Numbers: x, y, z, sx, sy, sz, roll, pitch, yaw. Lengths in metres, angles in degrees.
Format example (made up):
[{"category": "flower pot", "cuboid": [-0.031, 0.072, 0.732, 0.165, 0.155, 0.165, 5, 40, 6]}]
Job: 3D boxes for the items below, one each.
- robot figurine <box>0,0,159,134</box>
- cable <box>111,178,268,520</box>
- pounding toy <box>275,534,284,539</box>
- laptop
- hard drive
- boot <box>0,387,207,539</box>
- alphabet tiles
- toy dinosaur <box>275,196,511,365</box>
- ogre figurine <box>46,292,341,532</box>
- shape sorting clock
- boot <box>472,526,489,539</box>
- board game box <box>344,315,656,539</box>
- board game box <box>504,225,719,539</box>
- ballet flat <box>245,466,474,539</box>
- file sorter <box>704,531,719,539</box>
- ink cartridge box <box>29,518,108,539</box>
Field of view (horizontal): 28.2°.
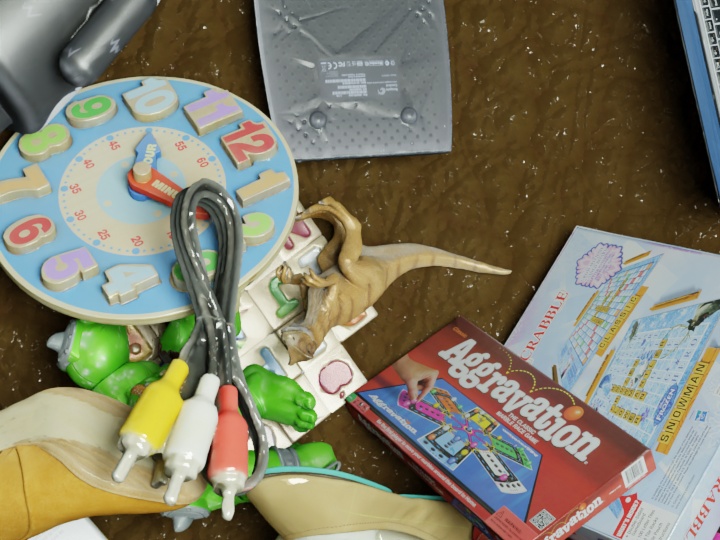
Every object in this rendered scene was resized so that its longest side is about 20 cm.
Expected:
[{"category": "robot figurine", "cuboid": [-0.209, -0.170, 0.895, 0.150, 0.125, 0.200, 42, 74, -3]}, {"category": "cable", "cuboid": [-0.078, 0.043, 0.806, 0.096, 0.050, 0.203, 25, 60, -26]}, {"category": "pounding toy", "cuboid": [-0.096, 0.276, 0.843, 0.181, 0.142, 0.203, -7, 106, -14]}, {"category": "laptop", "cuboid": [0.295, -0.139, 1.016, 0.197, 0.116, 0.190, -9, 83, -15]}, {"category": "hard drive", "cuboid": [-0.010, -0.173, 0.986, 0.133, 0.042, 0.203, -4, 82, -14]}, {"category": "boot", "cuboid": [-0.200, 0.137, 0.813, 0.199, 0.071, 0.145, 16, 121, -19]}, {"category": "alphabet tiles", "cuboid": [-0.089, 0.024, 0.953, 0.166, 0.006, 0.201, -36, 90, -17]}, {"category": "toy dinosaur", "cuboid": [0.000, 0.000, 0.953, 0.199, 0.060, 0.107, -30, 94, -40]}, {"category": "ogre figurine", "cuboid": [-0.108, 0.075, 0.893, 0.119, 0.098, 0.202, -34, 105, -33]}, {"category": "shape sorting clock", "cuboid": [-0.137, -0.051, 0.898, 0.197, 0.040, 0.202, 3, 50, -3]}, {"category": "boot", "cuboid": [0.113, 0.189, 0.856, 0.072, 0.201, 0.145, -28, 63, -14]}, {"category": "board game box", "cuboid": [0.081, 0.100, 0.895, 0.102, 0.200, 0.020, -33, 125, -16]}, {"category": "board game box", "cuboid": [0.169, 0.076, 0.913, 0.041, 0.198, 0.201, 45, 72, -36]}, {"category": "ballet flat", "cuboid": [0.008, 0.162, 0.876, 0.199, 0.068, 0.064, 19, 61, -46]}, {"category": "file sorter", "cuboid": [0.283, 0.172, 0.925, 0.199, 0.138, 0.126, 39, 72, -21]}, {"category": "ink cartridge box", "cuboid": [-0.249, 0.204, 0.867, 0.197, 0.047, 0.200, -41, 90, -15]}]
